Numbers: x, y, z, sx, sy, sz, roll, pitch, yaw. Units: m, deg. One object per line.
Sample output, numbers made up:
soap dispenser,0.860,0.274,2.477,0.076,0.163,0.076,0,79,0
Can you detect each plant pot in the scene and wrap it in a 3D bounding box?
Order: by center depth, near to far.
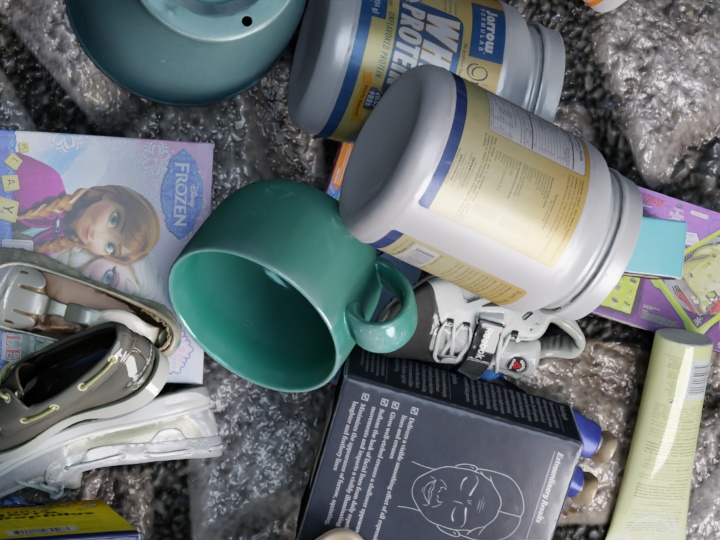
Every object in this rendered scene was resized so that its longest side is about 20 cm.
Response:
plant pot,-0.127,-0.237,1.392,0.199,0.188,0.201,0,90,-13

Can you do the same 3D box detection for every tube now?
tube,0.264,0.151,1.555,0.058,0.052,0.201,15,106,27

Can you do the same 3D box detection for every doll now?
doll,0.115,0.138,1.523,0.199,0.048,0.137,25,90,-12

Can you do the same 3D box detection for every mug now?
mug,-0.046,0.012,1.409,0.185,0.152,0.115,34,52,0

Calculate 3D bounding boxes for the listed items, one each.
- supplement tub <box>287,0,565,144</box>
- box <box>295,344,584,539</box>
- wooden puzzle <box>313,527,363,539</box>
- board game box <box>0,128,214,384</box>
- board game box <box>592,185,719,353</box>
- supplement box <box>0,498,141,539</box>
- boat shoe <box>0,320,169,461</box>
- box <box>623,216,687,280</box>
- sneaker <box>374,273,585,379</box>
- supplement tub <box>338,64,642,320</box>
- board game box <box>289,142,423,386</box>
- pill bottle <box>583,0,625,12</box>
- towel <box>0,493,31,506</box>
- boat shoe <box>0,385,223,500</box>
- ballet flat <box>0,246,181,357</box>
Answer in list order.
supplement tub,0.052,-0.162,1.456,0.199,0.145,0.145,13,88,-13
box,0.063,0.165,1.448,0.199,0.107,0.149,17,102,-2
wooden puzzle,-0.053,0.302,1.439,0.200,0.037,0.185,-29,129,4
board game box,-0.223,-0.011,1.446,0.199,0.041,0.201,2,91,-13
board game box,0.280,0.000,1.571,0.199,0.032,0.120,18,90,-13
supplement box,-0.233,0.241,1.343,0.109,0.200,0.109,-1,91,-17
boat shoe,-0.246,0.092,1.372,0.201,0.072,0.060,-21,133,21
box,0.165,-0.027,1.491,0.199,0.082,0.049,6,89,-9
sneaker,0.103,0.050,1.463,0.199,0.089,0.074,-8,131,-33
supplement tub,0.100,-0.055,1.358,0.200,0.144,0.145,25,85,-20
board game box,0.000,0.000,1.510,0.103,0.019,0.201,19,86,-14
pill bottle,0.167,-0.321,1.499,0.200,0.110,0.110,40,82,-10
towel,-0.273,0.300,1.447,0.147,0.024,0.200,29,84,-13
boat shoe,-0.211,0.149,1.436,0.201,0.074,0.065,-18,90,-19
ballet flat,-0.234,0.026,1.390,0.199,0.062,0.068,14,90,-13
